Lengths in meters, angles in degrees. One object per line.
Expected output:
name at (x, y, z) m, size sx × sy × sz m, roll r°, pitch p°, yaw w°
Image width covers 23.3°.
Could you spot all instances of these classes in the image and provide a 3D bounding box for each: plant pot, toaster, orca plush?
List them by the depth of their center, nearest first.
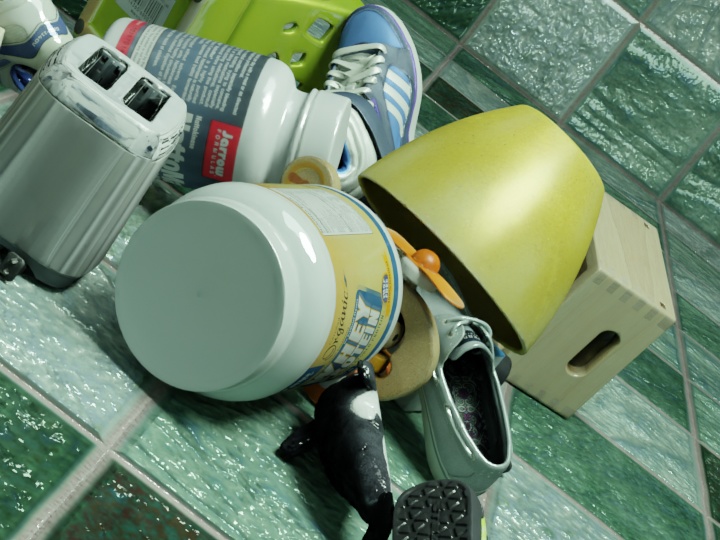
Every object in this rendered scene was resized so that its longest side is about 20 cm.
orca plush at (-0.017, 0.131, 1.172) m, size 0.200 × 0.071 × 0.106 m, roll -99°, pitch -179°, yaw -55°
toaster at (-0.196, -0.078, 1.185) m, size 0.113 × 0.129 × 0.200 m, roll 35°, pitch 15°, yaw -6°
plant pot at (0.116, -0.051, 1.431) m, size 0.200 × 0.142 × 0.200 m, roll 47°, pitch -6°, yaw 6°
plant pot at (-0.142, -0.229, 1.644) m, size 0.181 × 0.199 × 0.200 m, roll 11°, pitch 30°, yaw -49°

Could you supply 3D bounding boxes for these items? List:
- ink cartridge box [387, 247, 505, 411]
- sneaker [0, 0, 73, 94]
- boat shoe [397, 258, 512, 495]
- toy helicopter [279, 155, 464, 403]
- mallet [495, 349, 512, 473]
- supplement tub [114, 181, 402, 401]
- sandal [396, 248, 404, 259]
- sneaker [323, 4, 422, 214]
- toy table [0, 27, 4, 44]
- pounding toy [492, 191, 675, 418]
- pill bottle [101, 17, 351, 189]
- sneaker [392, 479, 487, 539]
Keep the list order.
ink cartridge box at (0.015, 0.028, 1.481) m, size 0.200 × 0.068 × 0.115 m, roll 45°, pitch 16°, yaw 23°
sneaker at (-0.264, -0.160, 1.310) m, size 0.088 × 0.075 × 0.200 m, roll 53°, pitch -17°, yaw -4°
boat shoe at (0.077, 0.071, 1.337) m, size 0.070 × 0.071 × 0.202 m, roll 1°, pitch 65°, yaw -31°
toy helicopter at (0.000, 0.000, 1.317) m, size 0.079 × 0.132 × 0.201 m, roll 2°, pitch 61°, yaw -65°
mallet at (0.102, 0.109, 1.516) m, size 0.066 × 0.041 × 0.200 m, roll 36°, pitch 19°, yaw -12°
supplement tub at (-0.067, 0.013, 1.190) m, size 0.145 × 0.145 × 0.200 m, roll 42°, pitch 16°, yaw 15°
sandal at (-0.032, -0.016, 1.396) m, size 0.211 × 0.078 × 0.070 m, roll 23°, pitch -22°, yaw 16°
sneaker at (-0.008, -0.152, 1.523) m, size 0.146 × 0.080 × 0.201 m, roll 19°, pitch 67°, yaw -63°
toy table at (-0.297, -0.152, 1.124) m, size 0.117 × 0.184 × 0.200 m, roll 18°, pitch 25°, yaw -9°
pounding toy at (0.215, 0.043, 1.739) m, size 0.142 × 0.200 × 0.184 m, roll 32°, pitch 30°, yaw -20°
pill bottle at (-0.114, -0.121, 1.401) m, size 0.199 × 0.120 × 0.120 m, roll 15°, pitch 15°, yaw 4°
sneaker at (0.049, 0.207, 1.027) m, size 0.200 × 0.071 × 0.083 m, roll -68°, pitch 148°, yaw -56°
